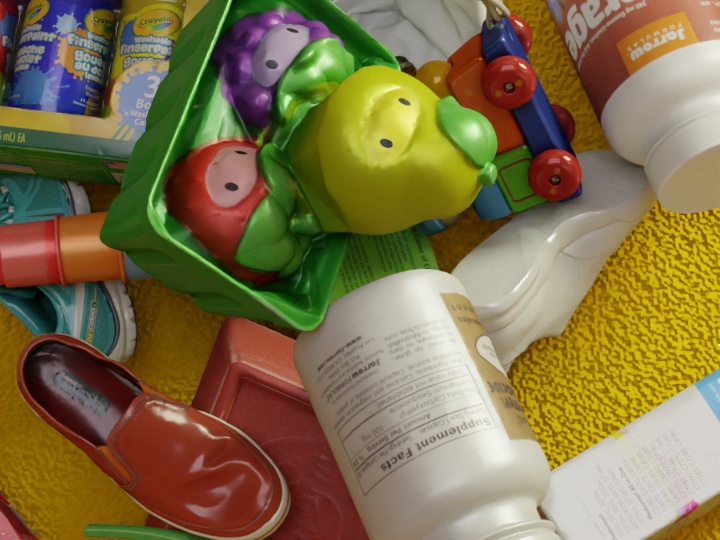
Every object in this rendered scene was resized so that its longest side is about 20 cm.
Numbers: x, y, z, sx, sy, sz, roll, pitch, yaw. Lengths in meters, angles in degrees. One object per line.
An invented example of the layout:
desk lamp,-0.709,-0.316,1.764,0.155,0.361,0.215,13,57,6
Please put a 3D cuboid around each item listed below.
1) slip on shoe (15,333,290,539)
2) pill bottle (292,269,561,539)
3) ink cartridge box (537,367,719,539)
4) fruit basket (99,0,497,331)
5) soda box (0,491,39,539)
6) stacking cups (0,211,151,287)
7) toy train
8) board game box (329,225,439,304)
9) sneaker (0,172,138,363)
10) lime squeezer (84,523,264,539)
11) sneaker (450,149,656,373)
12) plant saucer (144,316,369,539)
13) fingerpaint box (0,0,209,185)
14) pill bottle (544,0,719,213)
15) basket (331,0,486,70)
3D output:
slip on shoe,-0.133,0.103,1.192,0.200,0.061,0.074,34,83,10
pill bottle,0.047,0.111,1.129,0.114,0.114,0.201,-24,67,-2
ink cartridge box,0.169,0.139,1.206,0.200,0.115,0.068,-31,75,-4
fruit basket,-0.030,-0.074,1.116,0.155,0.215,0.216,36,78,-30
soda box,-0.289,0.137,1.266,0.070,0.063,0.200,-40,76,-6
stacking cups,-0.133,-0.020,1.238,0.199,0.061,0.061,-4,75,-2
toy train,0.054,-0.118,1.216,0.115,0.085,0.200,-23,116,14
board game box,0.000,0.000,1.288,0.101,0.048,0.201,-18,76,-1
sneaker,-0.218,-0.019,1.280,0.079,0.078,0.200,-18,72,-36
lime squeezer,-0.078,0.194,1.208,0.200,0.071,0.038,34,40,7
sneaker,0.130,-0.003,1.272,0.075,0.089,0.200,23,50,40
plant saucer,-0.035,0.157,1.228,0.199,0.037,0.200,23,96,10
fingerpaint box,-0.190,-0.147,1.249,0.199,0.073,0.168,8,77,8
pill bottle,0.196,-0.142,1.258,0.112,0.112,0.201,-20,62,-1
basket,-0.007,-0.211,1.255,0.135,0.201,0.123,-19,32,-6
